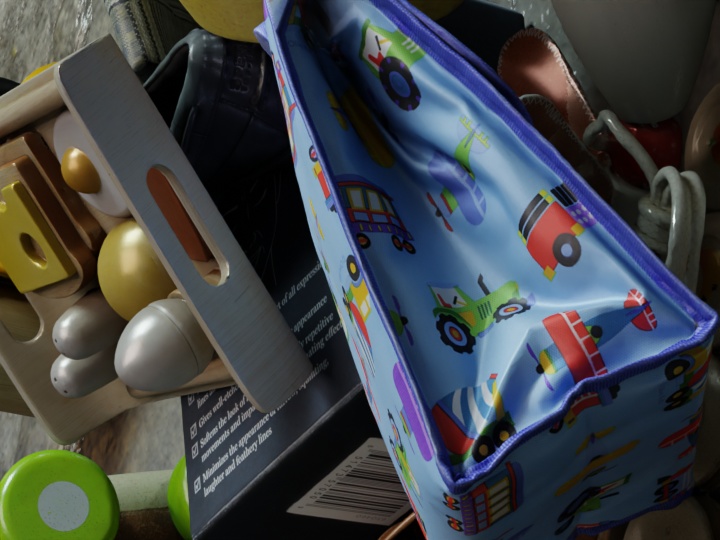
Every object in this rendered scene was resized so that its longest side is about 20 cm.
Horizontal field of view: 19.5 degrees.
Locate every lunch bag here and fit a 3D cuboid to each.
[{"bbox_3d":[0.019,-0.007,0.677,0.200,0.094,0.151,56,171,23],"label":"lunch bag"}]

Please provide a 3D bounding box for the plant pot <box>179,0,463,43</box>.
[{"bbox_3d":[-0.018,-0.164,0.761,0.200,0.200,0.142,-143,44,-59],"label":"plant pot"}]

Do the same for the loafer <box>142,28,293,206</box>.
[{"bbox_3d":[-0.085,-0.050,0.853,0.200,0.070,0.068,-31,53,53],"label":"loafer"}]

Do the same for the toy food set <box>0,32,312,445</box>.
[{"bbox_3d":[-0.111,0.000,0.810,0.144,0.060,0.200,59,149,-10],"label":"toy food set"}]

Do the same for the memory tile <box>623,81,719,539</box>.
[{"bbox_3d":[0.145,0.027,0.690,0.153,0.017,0.200,-1,79,61],"label":"memory tile"}]

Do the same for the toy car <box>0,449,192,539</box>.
[{"bbox_3d":[-0.101,0.193,0.949,0.164,0.157,0.200,133,129,-62],"label":"toy car"}]

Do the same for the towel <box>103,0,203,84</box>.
[{"bbox_3d":[-0.096,-0.163,0.950,0.200,0.034,0.193,31,-139,-81],"label":"towel"}]

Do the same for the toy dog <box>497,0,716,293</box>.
[{"bbox_3d":[0.070,-0.078,0.710,0.132,0.096,0.200,-62,-21,-85],"label":"toy dog"}]

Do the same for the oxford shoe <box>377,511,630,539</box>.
[{"bbox_3d":[0.017,0.126,0.805,0.200,0.071,0.071,-49,57,39],"label":"oxford shoe"}]

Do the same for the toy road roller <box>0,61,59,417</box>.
[{"bbox_3d":[-0.161,-0.017,1.155,0.146,0.123,0.200,5,83,50],"label":"toy road roller"}]

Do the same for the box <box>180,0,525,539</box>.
[{"bbox_3d":[0.000,0.000,0.866,0.148,0.107,0.200,-44,44,46],"label":"box"}]
